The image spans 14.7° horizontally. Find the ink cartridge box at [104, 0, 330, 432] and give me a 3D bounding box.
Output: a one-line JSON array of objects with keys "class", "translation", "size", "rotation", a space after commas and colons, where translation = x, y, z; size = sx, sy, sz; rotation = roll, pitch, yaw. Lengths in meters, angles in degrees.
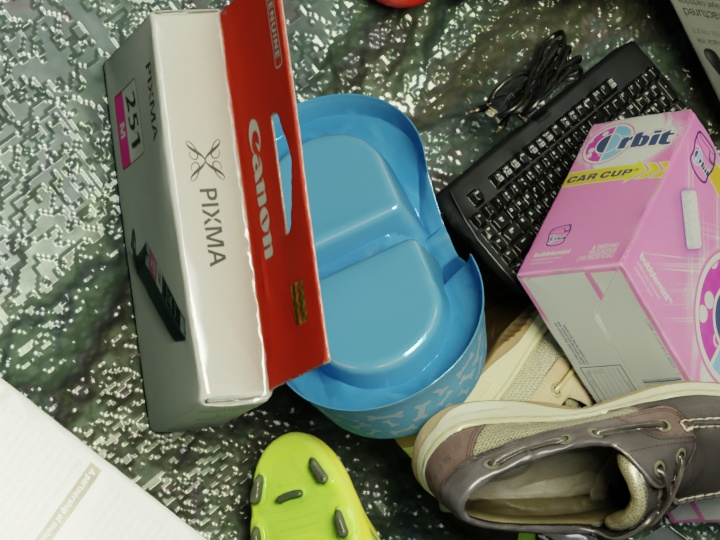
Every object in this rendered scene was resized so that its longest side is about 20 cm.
[{"class": "ink cartridge box", "translation": [-0.074, -0.032, 1.374], "size": [0.043, 0.174, 0.201], "rotation": [-4, 80, -20]}]

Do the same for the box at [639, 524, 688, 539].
[{"class": "box", "translation": [0.120, 0.268, 1.355], "size": [0.199, 0.124, 0.197], "rotation": [-27, 125, -19]}]

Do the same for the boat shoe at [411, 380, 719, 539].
[{"class": "boat shoe", "translation": [0.126, 0.100, 1.373], "size": [0.199, 0.065, 0.072], "rotation": [0, 123, -17]}]

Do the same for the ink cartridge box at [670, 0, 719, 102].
[{"class": "ink cartridge box", "translation": [0.265, -0.105, 1.497], "size": [0.084, 0.144, 0.200], "rotation": [-45, 122, -22]}]

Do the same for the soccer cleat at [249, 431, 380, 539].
[{"class": "soccer cleat", "translation": [0.003, 0.176, 1.423], "size": [0.201, 0.064, 0.084], "rotation": [64, 23, 5]}]

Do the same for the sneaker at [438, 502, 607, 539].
[{"class": "sneaker", "translation": [0.119, 0.183, 1.454], "size": [0.199, 0.072, 0.083], "rotation": [32, 82, -5]}]

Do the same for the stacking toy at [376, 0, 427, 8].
[{"class": "stacking toy", "translation": [0.091, -0.181, 1.530], "size": [0.199, 0.085, 0.086], "rotation": [-11, 82, -15]}]

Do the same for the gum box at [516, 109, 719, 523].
[{"class": "gum box", "translation": [0.171, 0.031, 1.458], "size": [0.200, 0.066, 0.114], "rotation": [57, 45, -31]}]

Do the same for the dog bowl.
[{"class": "dog bowl", "translation": [0.000, 0.000, 1.413], "size": [0.111, 0.050, 0.201], "rotation": [-25, 53, 3]}]

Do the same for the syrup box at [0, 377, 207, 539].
[{"class": "syrup box", "translation": [-0.134, 0.146, 1.363], "size": [0.200, 0.079, 0.082], "rotation": [40, 67, -9]}]

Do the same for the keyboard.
[{"class": "keyboard", "translation": [0.113, -0.071, 1.488], "size": [0.104, 0.040, 0.200], "rotation": [45, 45, 5]}]

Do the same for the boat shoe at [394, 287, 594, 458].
[{"class": "boat shoe", "translation": [0.091, 0.052, 1.462], "size": [0.065, 0.072, 0.200], "rotation": [55, 46, -11]}]
